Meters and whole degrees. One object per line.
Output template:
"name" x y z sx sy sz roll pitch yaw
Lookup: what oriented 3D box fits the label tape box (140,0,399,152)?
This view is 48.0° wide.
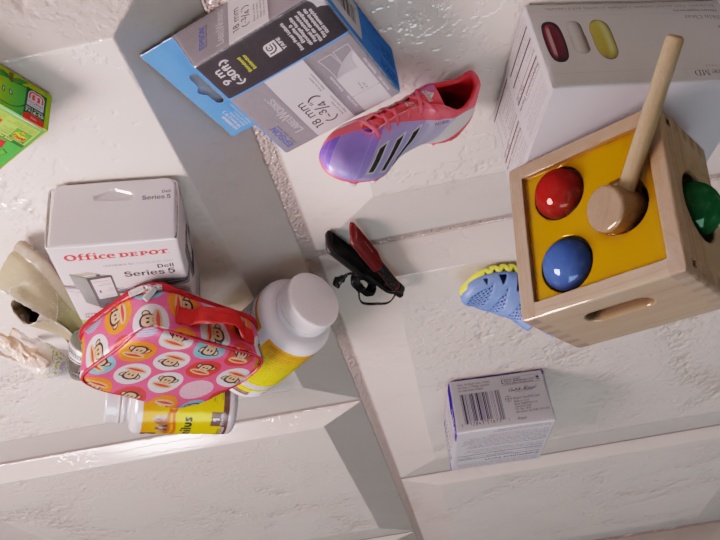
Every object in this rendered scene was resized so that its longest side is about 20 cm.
"label tape box" -0.083 -0.182 0.750 0.198 0.064 0.144 -23 145 22

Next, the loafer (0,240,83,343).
"loafer" -0.395 0.044 1.010 0.068 0.075 0.201 -43 147 -22

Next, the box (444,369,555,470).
"box" 0.254 0.283 1.518 0.181 0.106 0.201 -7 147 -2

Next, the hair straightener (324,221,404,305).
"hair straightener" 0.000 0.000 1.089 0.076 0.041 0.200 -16 152 20

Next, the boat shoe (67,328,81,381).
"boat shoe" -0.294 0.092 1.075 0.198 0.071 0.064 -16 138 -38

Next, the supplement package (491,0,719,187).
"supplement package" 0.250 -0.168 0.802 0.197 0.112 0.157 -4 148 -7

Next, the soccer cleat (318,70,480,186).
"soccer cleat" 0.040 -0.143 0.779 0.199 0.067 0.077 -26 157 -38

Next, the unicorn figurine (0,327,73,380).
"unicorn figurine" -0.413 0.123 1.123 0.135 0.075 0.200 13 -173 16

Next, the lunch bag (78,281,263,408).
"lunch bag" -0.217 0.090 0.970 0.175 0.083 0.199 -32 144 27

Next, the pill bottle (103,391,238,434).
"pill bottle" -0.295 0.199 1.259 0.197 0.111 0.110 4 146 -19

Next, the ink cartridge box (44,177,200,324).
"ink cartridge box" -0.273 -0.010 0.956 0.143 0.085 0.201 -5 148 -6

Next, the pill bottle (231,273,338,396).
"pill bottle" -0.116 0.086 1.107 0.108 0.111 0.200 16 141 -33

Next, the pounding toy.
"pounding toy" 0.233 -0.059 0.716 0.141 0.187 0.199 22 147 -40

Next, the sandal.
"sandal" 0.236 0.047 1.161 0.197 0.088 0.080 6 147 -18

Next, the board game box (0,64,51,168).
"board game box" -0.392 -0.166 0.721 0.101 0.048 0.199 -26 143 28
